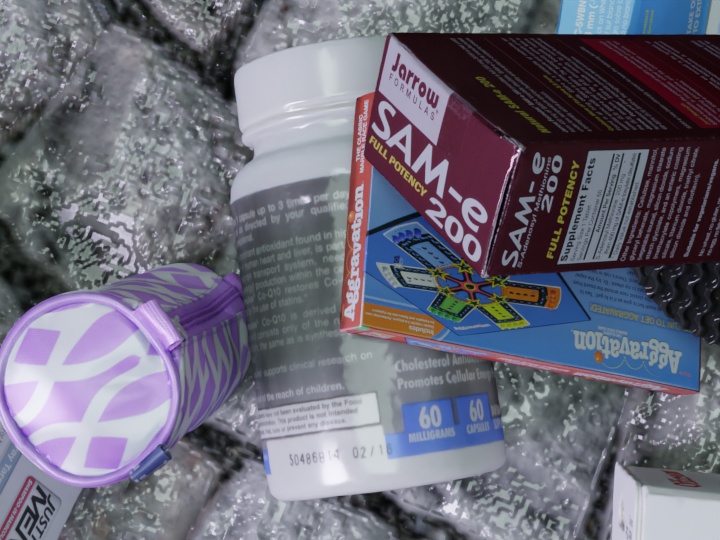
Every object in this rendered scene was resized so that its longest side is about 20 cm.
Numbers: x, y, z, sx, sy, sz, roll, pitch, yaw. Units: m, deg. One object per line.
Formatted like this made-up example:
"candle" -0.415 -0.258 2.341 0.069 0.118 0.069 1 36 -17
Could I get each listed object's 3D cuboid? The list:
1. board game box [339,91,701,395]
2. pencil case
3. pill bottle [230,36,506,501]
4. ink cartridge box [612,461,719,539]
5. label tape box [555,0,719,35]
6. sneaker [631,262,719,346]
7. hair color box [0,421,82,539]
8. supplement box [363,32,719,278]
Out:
"board game box" 0.079 -0.008 0.790 0.199 0.019 0.104 13 74 -34
"pencil case" -0.098 0.038 0.778 0.084 0.200 0.086 43 96 0
"pill bottle" 0.000 0.000 0.814 0.113 0.114 0.201 -8 86 3
"ink cartridge box" 0.213 0.139 0.773 0.199 0.147 0.084 5 88 5
"label tape box" 0.202 -0.164 0.836 0.199 0.063 0.145 9 86 4
"sneaker" 0.217 -0.003 0.818 0.199 0.090 0.070 16 121 2
"hair color box" -0.225 0.073 0.787 0.200 0.060 0.099 42 50 -24
"supplement box" 0.114 -0.052 0.724 0.199 0.109 0.061 -3 121 -28
